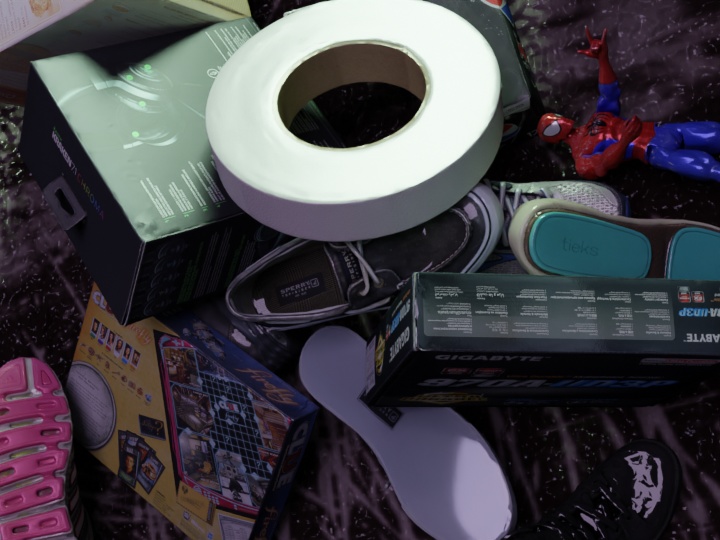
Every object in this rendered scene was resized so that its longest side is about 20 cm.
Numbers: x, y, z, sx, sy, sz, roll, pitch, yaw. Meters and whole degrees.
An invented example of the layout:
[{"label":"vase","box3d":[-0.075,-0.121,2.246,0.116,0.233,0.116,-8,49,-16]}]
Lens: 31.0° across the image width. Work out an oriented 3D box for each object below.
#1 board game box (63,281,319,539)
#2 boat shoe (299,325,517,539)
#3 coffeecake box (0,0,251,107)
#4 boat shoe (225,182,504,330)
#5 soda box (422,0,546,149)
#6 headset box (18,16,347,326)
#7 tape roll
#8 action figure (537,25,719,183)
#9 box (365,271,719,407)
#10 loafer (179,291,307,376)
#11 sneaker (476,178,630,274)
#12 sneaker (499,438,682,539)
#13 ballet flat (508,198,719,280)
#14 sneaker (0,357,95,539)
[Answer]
[{"label":"board game box","box3d":[-0.131,0.106,0.942,0.199,0.034,0.137,34,116,26]},{"label":"boat shoe","box3d":[0.037,0.116,0.882,0.199,0.068,0.074,37,92,32]},{"label":"coffeecake box","box3d":[-0.208,-0.194,0.994,0.198,0.153,0.074,-19,78,29]},{"label":"boat shoe","box3d":[0.000,0.000,0.853,0.198,0.071,0.073,-25,85,26]},{"label":"soda box","box3d":[0.073,-0.188,0.953,0.070,0.063,0.203,-22,69,15]},{"label":"headset box","box3d":[-0.127,-0.074,0.924,0.175,0.198,0.093,53,142,24]},{"label":"tape roll","box3d":[-0.004,-0.105,0.858,0.199,0.037,0.205,-6,48,7]},{"label":"action figure","box3d":[0.206,-0.098,0.855,0.197,0.099,0.066,9,59,27]},{"label":"box","box3d":[0.110,0.046,0.780,0.196,0.159,0.047,1,73,-10]},{"label":"loafer","box3d":[-0.127,0.013,0.977,0.072,0.073,0.200,-48,63,9]},{"label":"sneaker","box3d":[0.085,-0.027,0.892,0.197,0.085,0.078,-8,73,19]},{"label":"sneaker","box3d":[0.122,0.181,0.809,0.200,0.104,0.060,-48,64,4]},{"label":"ballet flat","box3d":[0.185,-0.003,0.843,0.197,0.069,0.071,18,81,-11]},{"label":"sneaker","box3d":[-0.240,0.168,0.967,0.073,0.088,0.203,-11,78,-10]}]
